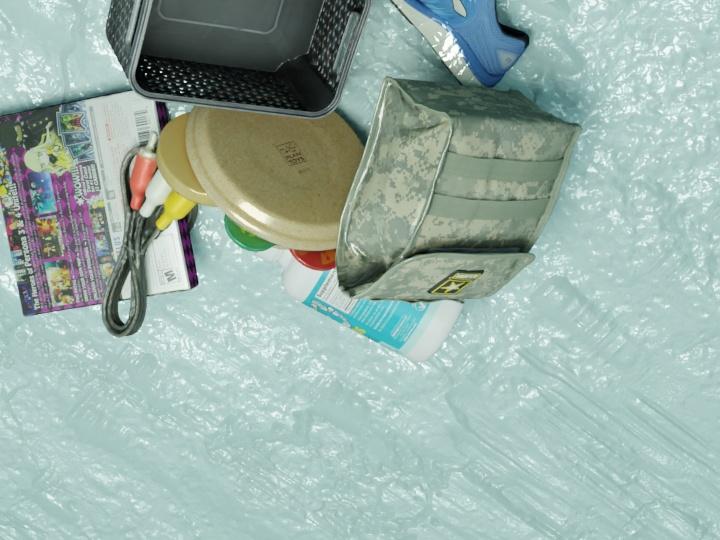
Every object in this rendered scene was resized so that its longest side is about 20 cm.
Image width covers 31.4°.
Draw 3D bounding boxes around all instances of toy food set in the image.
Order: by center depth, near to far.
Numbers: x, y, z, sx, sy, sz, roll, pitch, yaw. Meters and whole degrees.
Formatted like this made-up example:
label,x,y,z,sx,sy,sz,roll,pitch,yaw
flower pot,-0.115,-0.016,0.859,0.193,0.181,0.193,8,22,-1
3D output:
label,x,y,z,sx,sy,sz,roll,pitch,yaw
toy food set,-0.072,-0.091,1.166,0.198,0.200,0.049,43,134,4

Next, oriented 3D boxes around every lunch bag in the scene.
label,x,y,z,sx,sy,sz,roll,pitch,yaw
lunch bag,0.079,-0.055,1.125,0.163,0.118,0.201,0,118,-38

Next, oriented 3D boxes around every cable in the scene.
label,x,y,z,sx,sy,sz,roll,pitch,yaw
cable,-0.214,-0.036,1.204,0.097,0.050,0.201,33,103,16

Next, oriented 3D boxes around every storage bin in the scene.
label,x,y,z,sx,sy,sz,roll,pitch,yaw
storage bin,-0.106,-0.220,1.110,0.199,0.094,0.136,3,123,-29

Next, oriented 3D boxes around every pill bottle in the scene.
label,x,y,z,sx,sy,sz,roll,pitch,yaw
pill bottle,0.000,0.000,1.252,0.199,0.111,0.111,28,118,-7

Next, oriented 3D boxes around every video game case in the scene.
label,x,y,z,sx,sy,sz,roll,pitch,yaw
video game case,-0.263,-0.067,1.255,0.180,0.036,0.201,-10,95,12

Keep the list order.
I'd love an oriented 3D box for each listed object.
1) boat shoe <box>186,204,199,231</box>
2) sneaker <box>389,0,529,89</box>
label,x,y,z,sx,sy,sz,roll,pitch,yaw
boat shoe,-0.248,-0.017,1.304,0.199,0.057,0.067,-29,111,20
sneaker,0.076,-0.253,1.134,0.089,0.079,0.200,-38,116,16
